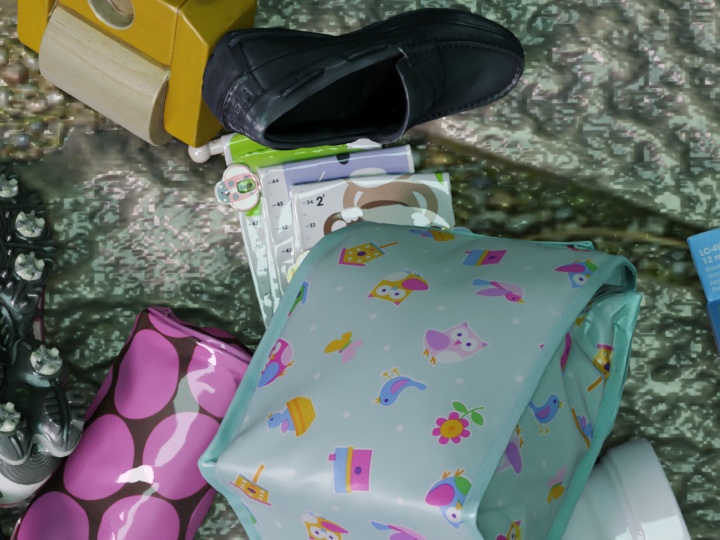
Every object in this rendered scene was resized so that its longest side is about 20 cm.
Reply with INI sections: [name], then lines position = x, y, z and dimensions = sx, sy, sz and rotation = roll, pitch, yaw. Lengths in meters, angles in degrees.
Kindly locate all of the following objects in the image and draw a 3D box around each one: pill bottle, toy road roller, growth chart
[pill bottle]
position = 0.078, 0.169, 1.006
dimensions = 0.198, 0.116, 0.117
rotation = -20, 89, 2
[toy road roller]
position = -0.095, -0.182, 1.007
dimensions = 0.122, 0.201, 0.146
rotation = 31, 49, 13
[growth chart]
position = 0.000, 0.000, 1.060
dimensions = 0.144, 0.018, 0.202
rotation = -19, 90, 1

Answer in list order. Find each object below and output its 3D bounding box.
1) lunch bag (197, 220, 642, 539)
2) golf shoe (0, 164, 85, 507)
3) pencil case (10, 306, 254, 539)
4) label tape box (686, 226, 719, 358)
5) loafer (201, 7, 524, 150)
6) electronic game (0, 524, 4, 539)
[lunch bag]
position = 0.039, 0.061, 0.961
dimensions = 0.169, 0.122, 0.201
rotation = 7, 52, 30
[golf shoe]
position = -0.207, 0.032, 1.025
dimensions = 0.077, 0.088, 0.201
rotation = 1, 55, -25
[pencil case]
position = -0.131, 0.117, 1.031
dimensions = 0.093, 0.091, 0.201
rotation = 30, 88, 35
[label tape box]
position = 0.273, 0.059, 1.009
dimensions = 0.142, 0.066, 0.202
rotation = -18, 96, 12
[loafer]
position = 0.011, -0.096, 0.995
dimensions = 0.199, 0.068, 0.071
rotation = -9, 46, -34
[electronic game]
position = -0.252, 0.200, 0.995
dimensions = 0.041, 0.199, 0.201
rotation = 25, 90, -39
